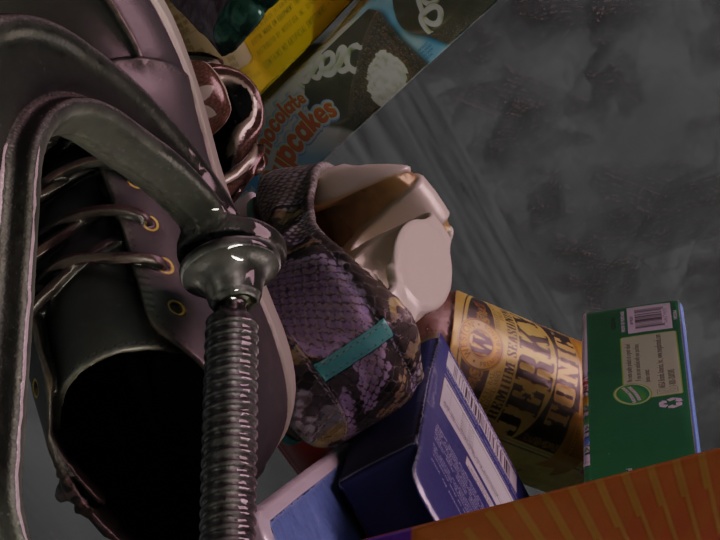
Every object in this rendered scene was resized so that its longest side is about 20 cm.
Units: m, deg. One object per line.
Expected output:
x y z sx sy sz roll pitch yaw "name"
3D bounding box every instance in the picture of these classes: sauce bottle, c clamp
0.040 0.043 0.984 0.199 0.065 0.065 21 26 -25 "sauce bottle"
-0.046 0.046 0.559 0.170 0.027 0.202 27 51 -48 "c clamp"

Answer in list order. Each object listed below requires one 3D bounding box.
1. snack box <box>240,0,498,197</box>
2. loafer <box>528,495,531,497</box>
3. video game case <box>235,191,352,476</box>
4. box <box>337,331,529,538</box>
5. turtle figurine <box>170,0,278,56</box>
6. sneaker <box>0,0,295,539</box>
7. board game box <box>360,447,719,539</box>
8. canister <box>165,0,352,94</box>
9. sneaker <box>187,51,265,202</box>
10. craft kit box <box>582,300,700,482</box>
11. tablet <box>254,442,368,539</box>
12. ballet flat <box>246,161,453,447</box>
0.015 -0.101 1.003 0.037 0.200 0.116 45 41 -6 "snack box"
0.045 0.111 1.024 0.201 0.069 0.070 64 7 26 "loafer"
0.010 0.076 0.877 0.201 0.017 0.143 55 10 -18 "video game case"
0.037 0.096 0.775 0.122 0.032 0.200 62 7 -6 "box"
-0.092 -0.165 0.769 0.199 0.150 0.101 37 5 -11 "turtle figurine"
-0.075 -0.023 0.651 0.201 0.074 0.106 61 7 -9 "sneaker"
0.115 0.170 0.524 0.200 0.199 0.201 54 27 -44 "board game box"
-0.085 -0.171 0.958 0.149 0.086 0.201 -49 119 -42 "canister"
-0.059 -0.031 0.804 0.071 0.075 0.200 61 6 0 "sneaker"
0.112 0.140 0.897 0.200 0.048 0.199 -76 156 -69 "craft kit box"
0.011 0.116 0.695 0.131 0.014 0.200 63 7 2 "tablet"
0.000 0.000 0.809 0.072 0.072 0.200 59 9 -14 "ballet flat"
